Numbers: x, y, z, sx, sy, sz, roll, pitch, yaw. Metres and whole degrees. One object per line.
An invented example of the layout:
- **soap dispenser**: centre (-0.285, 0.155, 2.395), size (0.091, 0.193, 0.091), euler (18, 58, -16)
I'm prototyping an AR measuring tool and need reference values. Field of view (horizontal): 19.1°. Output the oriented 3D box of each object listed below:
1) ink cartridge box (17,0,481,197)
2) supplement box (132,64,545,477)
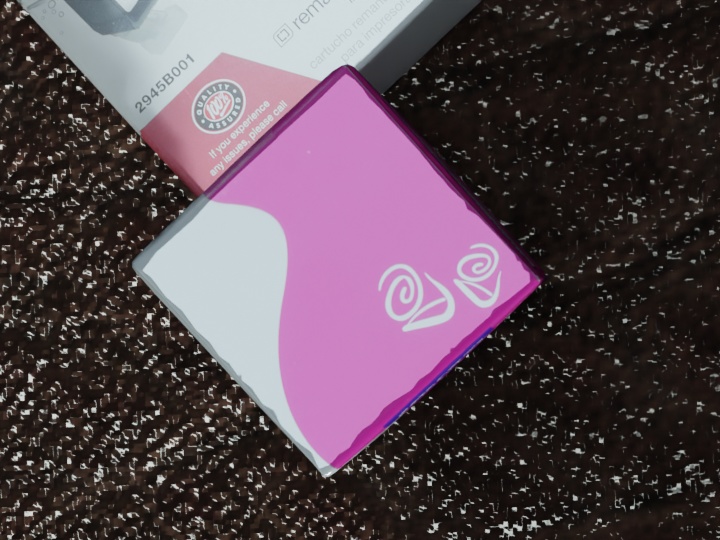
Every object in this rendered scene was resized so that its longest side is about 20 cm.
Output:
- **ink cartridge box**: centre (-0.069, -0.141, 0.867), size (0.146, 0.085, 0.200), euler (-43, 83, 4)
- **supplement box**: centre (0.000, 0.000, 0.798), size (0.101, 0.200, 0.103), euler (-43, 85, 4)
